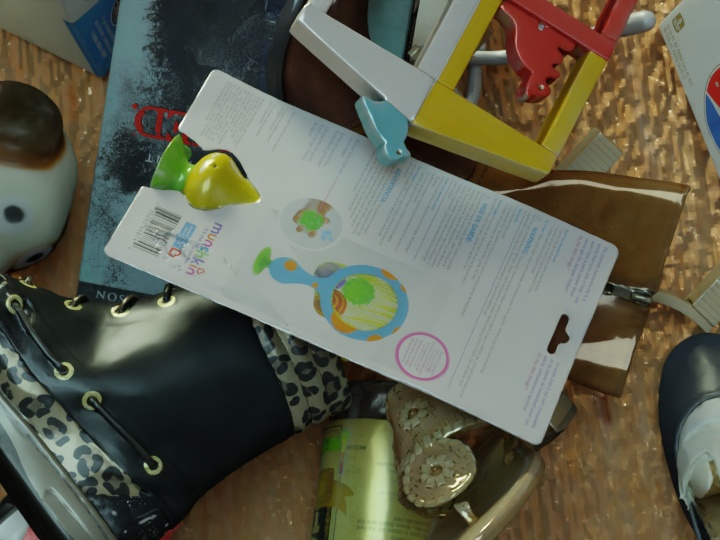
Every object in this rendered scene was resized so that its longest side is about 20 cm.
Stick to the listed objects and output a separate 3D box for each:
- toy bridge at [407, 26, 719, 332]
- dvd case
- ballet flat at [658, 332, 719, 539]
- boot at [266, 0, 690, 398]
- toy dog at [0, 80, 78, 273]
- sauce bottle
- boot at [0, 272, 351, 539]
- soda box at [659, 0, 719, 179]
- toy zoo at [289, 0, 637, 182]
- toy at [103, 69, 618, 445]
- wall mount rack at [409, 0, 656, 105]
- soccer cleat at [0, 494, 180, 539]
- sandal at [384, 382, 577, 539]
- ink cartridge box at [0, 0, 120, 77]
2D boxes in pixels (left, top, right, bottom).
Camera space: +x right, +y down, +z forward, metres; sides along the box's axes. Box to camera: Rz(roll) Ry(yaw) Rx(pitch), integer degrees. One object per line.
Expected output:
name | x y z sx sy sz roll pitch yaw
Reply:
toy bridge | 0.097 -0.039 1.002 0.200 0.027 0.067 42 96 -7
dvd case | -0.055 -0.068 1.013 0.145 0.022 0.201 12 101 6
ballet flat | 0.185 0.119 0.962 0.073 0.073 0.201 -12 74 0
boot | 0.052 -0.052 0.952 0.199 0.068 0.189 14 98 7
toy dog | -0.236 -0.054 1.016 0.199 0.140 0.194 20 46 9
sauce bottle | 0.005 0.153 0.966 0.064 0.065 0.201 6 74 5
boot | -0.114 0.021 0.929 0.153 0.073 0.204 -31 83 -18
soda box | 0.218 -0.051 1.000 0.063 0.068 0.201 -12 73 -25
toy zoo | 0.057 -0.131 0.926 0.131 0.020 0.201 30 74 -8
toy | 0.000 0.000 0.906 0.199 0.047 0.115 26 54 2
wall mount rack | 0.059 -0.168 1.046 0.173 0.075 0.201 1 75 4
soccer cleat | -0.106 0.102 0.992 0.200 0.068 0.073 -42 96 -7
sandal | 0.039 0.075 0.915 0.078 0.212 0.070 -43 88 19
ink cartridge box | -0.128 -0.221 1.035 0.084 0.145 0.201 26 78 13
